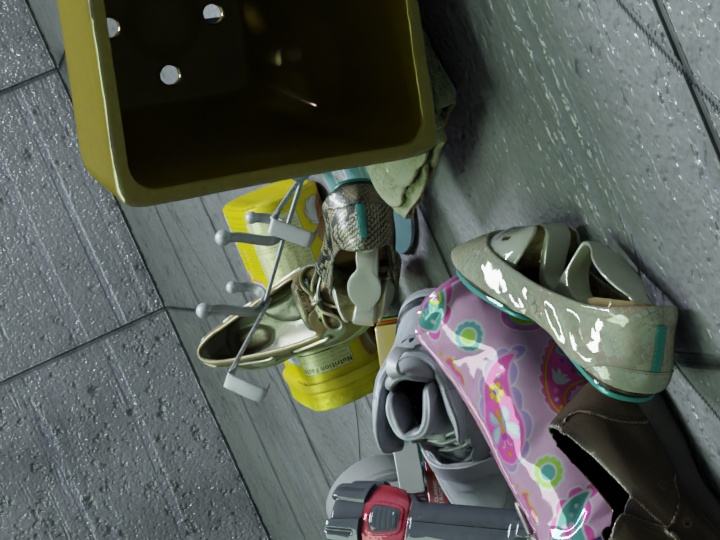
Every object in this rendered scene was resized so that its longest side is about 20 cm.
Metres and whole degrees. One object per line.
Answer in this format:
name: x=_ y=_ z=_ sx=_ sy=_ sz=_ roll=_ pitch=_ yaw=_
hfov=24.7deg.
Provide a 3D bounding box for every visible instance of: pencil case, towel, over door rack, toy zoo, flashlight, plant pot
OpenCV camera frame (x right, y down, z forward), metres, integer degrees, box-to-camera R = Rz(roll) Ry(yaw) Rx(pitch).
pencil case: x=0.109 y=0.092 z=1.022 sx=0.200 sy=0.087 sz=0.087 roll=62 pitch=167 yaw=17
towel: x=0.004 y=-0.142 z=1.065 sx=0.148 sy=0.036 sz=0.200 roll=111 pitch=139 yaw=-66
over door rack: x=-0.085 y=-0.010 z=1.310 sx=0.200 sy=0.067 sz=0.148 roll=-96 pitch=22 yaw=-67
toy zoo: x=0.032 y=0.105 z=1.319 sx=0.200 sy=0.020 sz=0.131 roll=-10 pitch=-89 yaw=-88
flashlight: x=0.075 y=0.186 z=1.150 sx=0.200 sy=0.068 sz=0.068 roll=1 pitch=116 yaw=27
plant pot: x=-0.093 y=-0.156 z=0.988 sx=0.200 sy=0.194 sz=0.196 roll=-165 pitch=65 yaw=-65

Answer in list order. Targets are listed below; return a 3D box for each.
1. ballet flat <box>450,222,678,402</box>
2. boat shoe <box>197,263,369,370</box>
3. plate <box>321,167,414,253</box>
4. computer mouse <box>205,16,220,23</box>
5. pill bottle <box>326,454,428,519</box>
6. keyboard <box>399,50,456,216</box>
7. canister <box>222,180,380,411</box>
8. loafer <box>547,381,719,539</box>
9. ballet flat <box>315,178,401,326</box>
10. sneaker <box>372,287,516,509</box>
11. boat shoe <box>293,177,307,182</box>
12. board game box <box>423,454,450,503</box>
ballet flat: x=0.117 y=0.006 z=0.918 sx=0.200 sy=0.067 sz=0.062 roll=40 pitch=125 yaw=55
boat shoe: x=-0.058 y=0.039 z=1.431 sx=0.201 sy=0.063 sz=0.073 roll=-23 pitch=81 yaw=38
plate: x=-0.014 y=-0.101 z=1.298 sx=0.200 sy=0.026 sz=0.200 roll=58 pitch=165 yaw=25
computer mouse: x=-0.087 y=-0.160 z=1.455 sx=0.200 sy=0.046 sz=0.141 roll=28 pitch=145 yaw=62
pill bottle: x=0.050 y=0.269 z=1.532 sx=0.200 sy=0.114 sz=0.114 roll=52 pitch=162 yaw=48
keyboard: x=0.033 y=-0.098 z=1.121 sx=0.056 sy=0.011 sz=0.200 roll=56 pitch=162 yaw=14
canister: x=-0.052 y=0.019 z=1.546 sx=0.200 sy=0.086 sz=0.149 roll=69 pitch=167 yaw=-10
loafer: x=0.168 y=0.151 z=0.919 sx=0.200 sy=0.071 sz=0.073 roll=61 pitch=167 yaw=19
ballet flat: x=0.000 y=0.000 z=1.250 sx=0.200 sy=0.068 sz=0.075 roll=87 pitch=177 yaw=-70
sneaker: x=0.061 y=0.122 z=1.190 sx=0.115 sy=0.075 sz=0.200 roll=-51 pitch=-52 yaw=-61
boat shoe: x=-0.042 y=-0.113 z=1.195 sx=0.074 sy=0.068 sz=0.199 roll=55 pitch=-176 yaw=3
board game box: x=0.066 y=0.198 z=1.344 sx=0.103 sy=0.019 sz=0.200 roll=79 pitch=-174 yaw=-66
